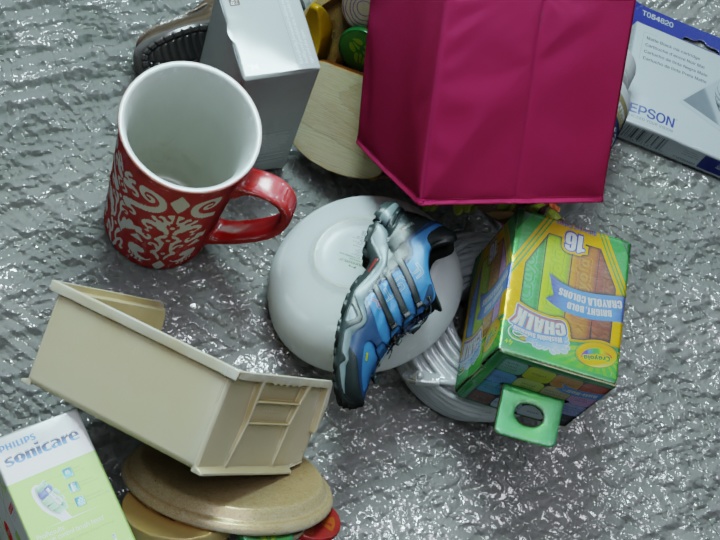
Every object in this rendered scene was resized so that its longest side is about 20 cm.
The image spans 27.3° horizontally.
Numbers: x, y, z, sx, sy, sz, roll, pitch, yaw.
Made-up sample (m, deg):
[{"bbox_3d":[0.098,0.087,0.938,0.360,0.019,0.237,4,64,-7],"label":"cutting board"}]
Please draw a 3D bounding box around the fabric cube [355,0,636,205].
[{"bbox_3d":[0.122,-0.188,1.408,0.198,0.201,0.196,-2,22,-20],"label":"fabric cube"}]

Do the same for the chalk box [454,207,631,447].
[{"bbox_3d":[0.172,0.066,1.423,0.123,0.124,0.201,16,62,-11],"label":"chalk box"}]

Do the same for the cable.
[{"bbox_3d":[0.126,0.060,1.522,0.199,0.069,0.201,22,61,-8],"label":"cable"}]

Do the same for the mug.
[{"bbox_3d":[-0.167,-0.073,1.413,0.133,0.200,0.178,-33,80,-28],"label":"mug"}]

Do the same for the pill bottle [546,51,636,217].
[{"bbox_3d":[0.231,-0.166,1.636,0.111,0.111,0.201,32,61,-2],"label":"pill bottle"}]

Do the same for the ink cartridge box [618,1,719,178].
[{"bbox_3d":[0.401,-0.216,1.755,0.198,0.041,0.201,20,62,-9],"label":"ink cartridge box"}]

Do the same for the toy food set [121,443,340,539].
[{"bbox_3d":[-0.117,0.199,1.327,0.196,0.200,0.049,8,105,-13],"label":"toy food set"}]

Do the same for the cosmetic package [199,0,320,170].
[{"bbox_3d":[-0.109,-0.188,1.484,0.089,0.200,0.108,-9,70,-21],"label":"cosmetic package"}]

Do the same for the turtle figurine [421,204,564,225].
[{"bbox_3d":[0.150,-0.066,1.509,0.160,0.200,0.065,13,100,-41],"label":"turtle figurine"}]

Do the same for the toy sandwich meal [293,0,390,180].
[{"bbox_3d":[-0.003,-0.194,1.533,0.205,0.205,0.070,42,30,5],"label":"toy sandwich meal"}]

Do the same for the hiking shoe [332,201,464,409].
[{"bbox_3d":[0.030,0.036,1.367,0.086,0.074,0.202,15,77,7],"label":"hiking shoe"}]

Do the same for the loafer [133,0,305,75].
[{"bbox_3d":[-0.156,-0.253,1.585,0.199,0.074,0.071,-22,40,-24],"label":"loafer"}]

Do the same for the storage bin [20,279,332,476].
[{"bbox_3d":[-0.155,0.097,1.302,0.199,0.198,0.094,23,93,24],"label":"storage bin"}]

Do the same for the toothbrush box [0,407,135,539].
[{"bbox_3d":[-0.249,0.242,1.272,0.086,0.146,0.201,-19,74,-24],"label":"toothbrush box"}]

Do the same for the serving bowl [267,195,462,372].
[{"bbox_3d":[0.000,0.000,1.464,0.198,0.066,0.201,-5,54,7],"label":"serving bowl"}]
